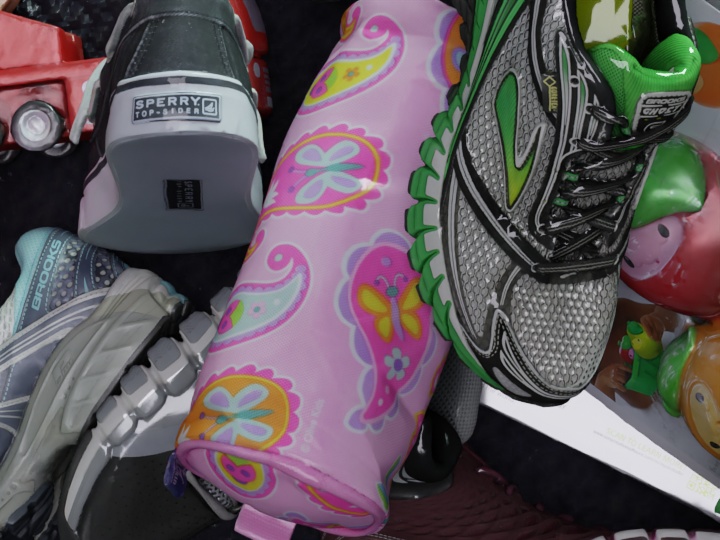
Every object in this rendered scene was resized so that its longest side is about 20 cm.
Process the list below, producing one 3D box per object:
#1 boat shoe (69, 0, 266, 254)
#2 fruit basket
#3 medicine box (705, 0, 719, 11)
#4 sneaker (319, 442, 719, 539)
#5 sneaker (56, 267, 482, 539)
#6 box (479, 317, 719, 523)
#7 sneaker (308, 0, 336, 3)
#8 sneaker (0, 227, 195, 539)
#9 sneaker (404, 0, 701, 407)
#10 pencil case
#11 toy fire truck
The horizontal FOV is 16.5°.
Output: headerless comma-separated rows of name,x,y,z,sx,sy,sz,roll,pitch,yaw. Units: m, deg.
boat shoe,-0.072,-0.055,0.922,0.073,0.199,0.068,0,76,-2
fruit basket,0.137,0.009,0.893,0.200,0.094,0.185,34,134,12
medicine box,0.149,-0.181,0.940,0.199,0.103,0.183,1,74,4
sneaker,0.076,0.103,0.982,0.199,0.116,0.076,1,126,-19
sneaker,-0.024,0.062,0.959,0.115,0.075,0.200,40,91,34
box,0.125,-0.019,0.999,0.144,0.036,0.200,26,93,4
sneaker,-0.022,-0.206,0.996,0.086,0.075,0.201,5,84,12
sneaker,-0.156,0.071,1.009,0.086,0.078,0.200,37,86,16
sneaker,0.068,-0.047,0.835,0.078,0.085,0.201,-10,112,-33
pencil case,0.000,0.000,0.901,0.087,0.087,0.200,18,71,4
toy fire truck,-0.141,-0.116,1.009,0.199,0.049,0.141,-7,89,4
